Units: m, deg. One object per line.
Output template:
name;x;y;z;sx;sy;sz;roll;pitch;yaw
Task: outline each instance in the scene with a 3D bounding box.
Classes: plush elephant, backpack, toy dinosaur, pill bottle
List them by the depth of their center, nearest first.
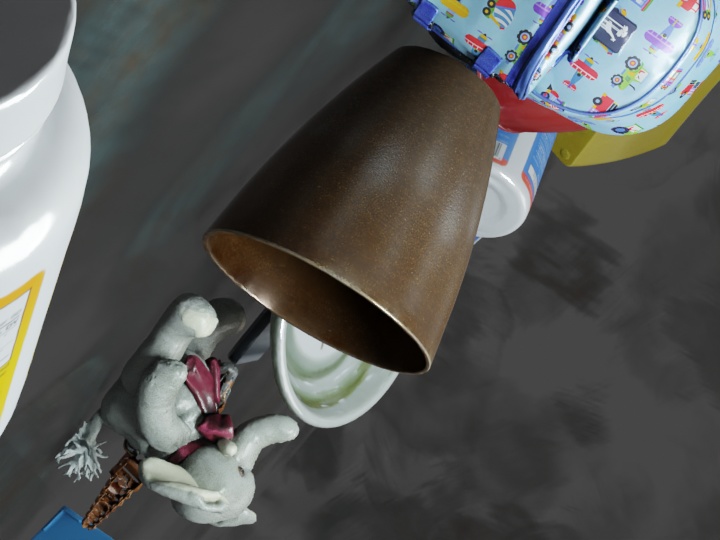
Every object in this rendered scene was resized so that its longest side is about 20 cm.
pill bottle;-0.140;-0.018;0.431;0.111;0.111;0.200;-44;172;-36
backpack;0.159;-0.191;1.060;0.183;0.200;0.135;-50;174;22
plush elephant;-0.129;0.132;1.216;0.200;0.155;0.165;-49;174;-4
toy dinosaur;-0.179;0.165;1.411;0.136;0.102;0.200;-23;-136;65
pill bottle;0.147;-0.140;1.578;0.112;0.112;0.200;-56;-173;51

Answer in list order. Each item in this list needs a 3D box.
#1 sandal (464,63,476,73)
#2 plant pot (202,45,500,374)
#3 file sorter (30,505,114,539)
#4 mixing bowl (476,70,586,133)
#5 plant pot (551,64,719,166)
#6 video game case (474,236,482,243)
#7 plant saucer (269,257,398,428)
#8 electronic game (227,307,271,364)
sandal;0.138;-0.199;1.458;0.087;0.079;0.200;-46;172;2
plant pot;0.015;-0.058;1.096;0.200;0.187;0.187;-60;177;-15
file sorter;-0.238;0.340;1.378;0.139;0.200;0.123;-46;137;-23
mixing bowl;0.205;-0.204;1.331;0.200;0.108;0.200;-29;131;-41
plant pot;0.288;-0.240;1.798;0.176;0.200;0.200;-31;165;-32
video game case;0.021;0.012;1.658;0.200;0.045;0.181;-40;-173;-33
plant saucer;-0.020;0.030;1.254;0.200;0.050;0.200;-25;123;-47
electronic game;-0.063;0.012;1.472;0.200;0.042;0.200;-50;-179;2
